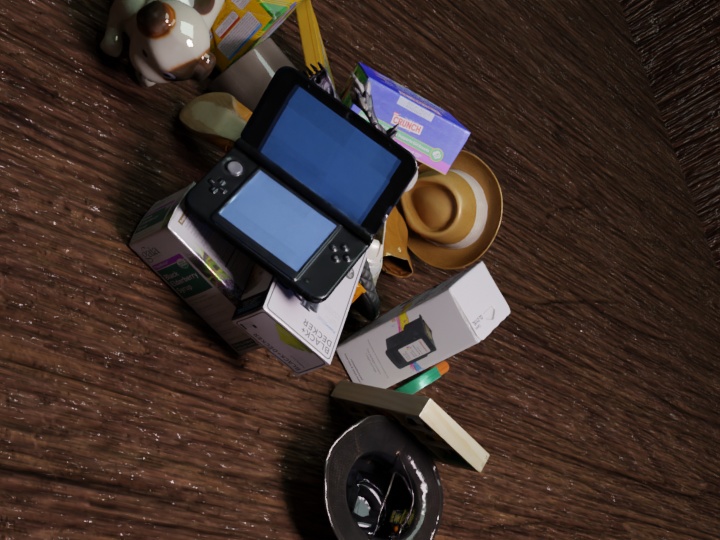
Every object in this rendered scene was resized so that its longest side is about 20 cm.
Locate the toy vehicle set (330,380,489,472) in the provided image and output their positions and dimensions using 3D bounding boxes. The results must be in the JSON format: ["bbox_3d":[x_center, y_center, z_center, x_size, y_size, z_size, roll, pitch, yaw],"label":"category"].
[{"bbox_3d":[0.060,0.195,1.534,0.124,0.199,0.027,44,69,-27],"label":"toy vehicle set"}]

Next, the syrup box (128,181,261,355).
[{"bbox_3d":[-0.168,0.000,1.423,0.200,0.078,0.082,47,45,-25],"label":"syrup box"}]

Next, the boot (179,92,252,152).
[{"bbox_3d":[-0.138,-0.147,1.559,0.071,0.200,0.145,-51,136,-20],"label":"boot"}]

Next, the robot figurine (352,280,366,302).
[{"bbox_3d":[-0.092,-0.008,1.535,0.200,0.145,0.058,47,-5,-26],"label":"robot figurine"}]

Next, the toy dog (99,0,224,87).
[{"bbox_3d":[-0.228,-0.306,1.506,0.140,0.192,0.201,55,20,-35],"label":"toy dog"}]

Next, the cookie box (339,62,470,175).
[{"bbox_3d":[0.058,-0.225,1.775,0.170,0.076,0.200,27,11,-10],"label":"cookie box"}]

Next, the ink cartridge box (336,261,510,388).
[{"bbox_3d":[0.087,0.080,1.656,0.083,0.199,0.146,60,28,-1],"label":"ink cartridge box"}]

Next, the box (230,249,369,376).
[{"bbox_3d":[-0.064,0.008,1.427,0.117,0.060,0.201,43,48,-27],"label":"box"}]

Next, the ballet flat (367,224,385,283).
[{"bbox_3d":[0.007,-0.052,1.728,0.067,0.062,0.203,12,72,-24],"label":"ballet flat"}]

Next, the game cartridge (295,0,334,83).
[{"bbox_3d":[-0.058,-0.284,1.819,0.201,0.032,0.178,76,3,-59],"label":"game cartridge"}]

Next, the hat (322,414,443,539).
[{"bbox_3d":[0.008,0.273,1.469,0.199,0.080,0.203,10,76,-42],"label":"hat"}]

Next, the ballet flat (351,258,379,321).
[{"bbox_3d":[0.000,0.000,1.637,0.057,0.066,0.201,-46,146,-23],"label":"ballet flat"}]

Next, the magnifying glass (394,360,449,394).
[{"bbox_3d":[0.093,0.157,1.744,0.023,0.079,0.200,59,18,4],"label":"magnifying glass"}]

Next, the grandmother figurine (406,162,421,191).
[{"bbox_3d":[0.047,-0.184,1.893,0.120,0.061,0.201,-1,32,-13],"label":"grandmother figurine"}]

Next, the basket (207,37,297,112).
[{"bbox_3d":[-0.107,-0.206,1.671,0.201,0.135,0.180,53,21,-7],"label":"basket"}]

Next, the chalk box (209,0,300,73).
[{"bbox_3d":[-0.164,-0.389,1.725,0.124,0.124,0.200,45,32,-6],"label":"chalk box"}]

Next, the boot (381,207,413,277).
[{"bbox_3d":[0.016,-0.080,1.812,0.201,0.070,0.145,38,29,-47],"label":"boot"}]

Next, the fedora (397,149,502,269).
[{"bbox_3d":[0.122,-0.100,1.883,0.081,0.200,0.203,9,57,-54],"label":"fedora"}]

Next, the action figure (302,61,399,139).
[{"bbox_3d":[-0.028,-0.195,1.553,0.200,0.118,0.103,39,25,-53],"label":"action figure"}]

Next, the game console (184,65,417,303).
[{"bbox_3d":[-0.067,-0.096,1.354,0.199,0.119,0.171,35,53,6],"label":"game console"}]
